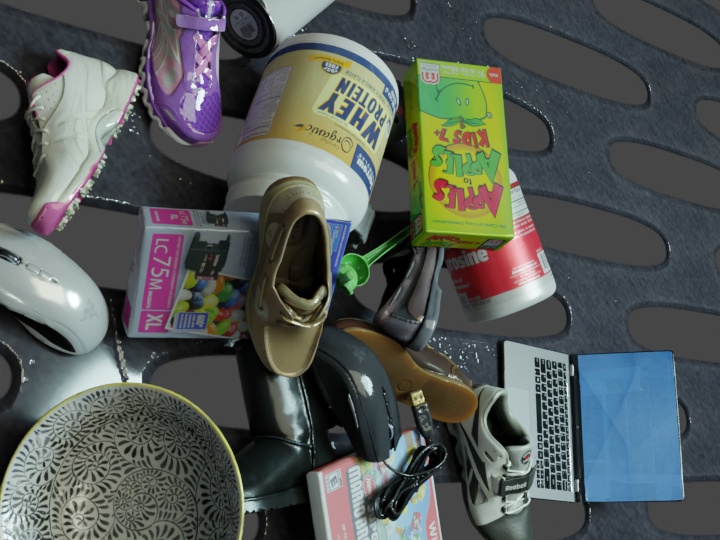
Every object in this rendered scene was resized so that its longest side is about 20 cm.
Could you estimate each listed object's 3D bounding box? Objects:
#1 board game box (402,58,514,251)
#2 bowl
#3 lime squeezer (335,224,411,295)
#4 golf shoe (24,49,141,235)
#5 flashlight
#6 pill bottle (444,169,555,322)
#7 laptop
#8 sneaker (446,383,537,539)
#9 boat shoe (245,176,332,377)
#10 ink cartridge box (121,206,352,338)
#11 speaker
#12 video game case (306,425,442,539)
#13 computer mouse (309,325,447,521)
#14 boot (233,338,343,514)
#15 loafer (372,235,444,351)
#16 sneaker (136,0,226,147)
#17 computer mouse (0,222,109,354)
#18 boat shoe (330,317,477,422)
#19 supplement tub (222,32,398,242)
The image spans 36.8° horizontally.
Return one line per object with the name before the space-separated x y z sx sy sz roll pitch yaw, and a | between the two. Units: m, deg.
board game box | 0.105 -0.125 1.173 0.101 0.048 0.201 3 72 -17
bowl | -0.183 0.197 0.887 0.094 0.200 0.201 63 22 -76
lime squeezer | 0.000 0.000 1.107 0.038 0.070 0.200 70 23 -7
golf shoe | -0.263 -0.116 0.946 0.091 0.075 0.200 29 45 -18
flashlight | 0.010 -0.117 1.190 0.068 0.068 0.200 33 57 -26
pill bottle | 0.143 -0.050 1.257 0.112 0.112 0.200 -23 93 -43
laptop | 0.279 0.181 1.307 0.200 0.116 0.188 15 68 -38
sneaker | 0.159 0.223 1.205 0.074 0.088 0.200 -20 91 -36
boat shoe | -0.061 0.020 0.944 0.071 0.065 0.200 -8 124 -15
ink cartridge box | -0.108 0.006 0.984 0.200 0.120 0.042 1 33 -24
speaker | -0.068 -0.311 1.168 0.081 0.081 0.200 53 50 -16
video game case | 0.020 0.247 1.083 0.200 0.017 0.143 -11 93 -57
computer mouse | 0.030 0.133 1.077 0.140 0.046 0.200 -29 96 -54
boot | -0.093 0.143 1.020 0.198 0.073 0.163 0 80 -49
loafer | 0.050 0.003 1.162 0.063 0.072 0.200 22 35 -11
sneaker | -0.166 -0.222 1.052 0.080 0.088 0.201 -2 80 -43
computer mouse | -0.287 -0.004 0.911 0.200 0.044 0.110 39 54 -27
boat shoe | 0.038 0.101 1.159 0.200 0.070 0.070 32 20 -31
supplement tub | -0.050 -0.120 1.085 0.144 0.144 0.200 34 57 -30
